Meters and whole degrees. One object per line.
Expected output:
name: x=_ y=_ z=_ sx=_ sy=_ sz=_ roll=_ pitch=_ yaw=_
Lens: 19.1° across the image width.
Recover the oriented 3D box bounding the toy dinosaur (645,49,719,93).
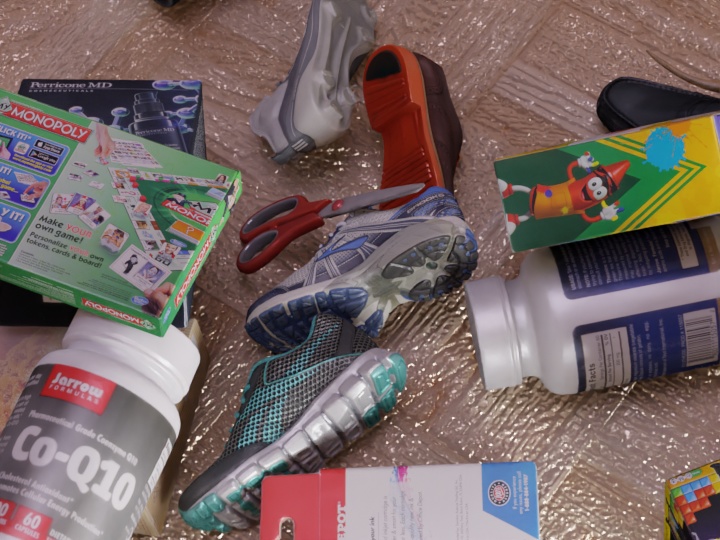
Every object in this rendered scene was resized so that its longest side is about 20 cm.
toy dinosaur: x=0.330 y=-0.144 z=1.690 sx=0.199 sy=0.061 sz=0.106 roll=-11 pitch=25 yaw=-35

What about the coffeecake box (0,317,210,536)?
coffeecake box: x=-0.232 y=0.103 z=1.623 sx=0.199 sy=0.073 sz=0.154 roll=8 pitch=61 yaw=12

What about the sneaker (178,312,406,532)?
sneaker: x=-0.062 y=0.111 z=1.593 sx=0.200 sy=0.078 sz=0.091 roll=-39 pitch=58 yaw=-8

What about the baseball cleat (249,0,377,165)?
baseball cleat: x=-0.044 y=-0.165 z=1.765 sx=0.106 sy=0.070 sz=0.201 roll=-31 pitch=26 yaw=30

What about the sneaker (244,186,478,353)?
sneaker: x=0.000 y=0.000 z=1.645 sx=0.199 sy=0.077 sz=0.086 roll=-25 pitch=42 yaw=18

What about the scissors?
scissors: x=-0.023 y=-0.052 z=1.657 sx=0.199 sy=0.014 sz=0.073 roll=-26 pitch=30 yaw=34

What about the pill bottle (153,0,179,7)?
pill bottle: x=-0.112 y=-0.317 z=1.840 sx=0.200 sy=0.112 sz=0.112 roll=-39 pitch=63 yaw=-16

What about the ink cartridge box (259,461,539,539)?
ink cartridge box: x=0.030 y=0.205 z=1.534 sx=0.198 sy=0.067 sz=0.117 roll=-2 pitch=59 yaw=5

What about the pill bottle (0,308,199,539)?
pill bottle: x=-0.195 y=0.127 z=1.496 sx=0.113 sy=0.114 sz=0.201 roll=16 pitch=65 yaw=16

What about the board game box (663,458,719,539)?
board game box: x=0.288 y=0.180 z=1.442 sx=0.164 sy=0.200 sz=0.057 roll=-20 pitch=57 yaw=-5

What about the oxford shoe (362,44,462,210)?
oxford shoe: x=0.058 y=-0.082 z=1.704 sx=0.071 sy=0.072 sz=0.201 roll=-22 pitch=70 yaw=44

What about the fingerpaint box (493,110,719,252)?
fingerpaint box: x=0.212 y=-0.070 z=1.578 sx=0.166 sy=0.200 sz=0.074 roll=-11 pitch=93 yaw=23

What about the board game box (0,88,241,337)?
board game box: x=-0.201 y=-0.044 z=1.520 sx=0.199 sy=0.029 sz=0.135 roll=20 pitch=59 yaw=13

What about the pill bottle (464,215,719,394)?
pill bottle: x=0.182 y=0.030 z=1.596 sx=0.199 sy=0.111 sz=0.112 roll=-11 pitch=58 yaw=0

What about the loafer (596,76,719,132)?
loafer: x=0.280 y=-0.110 z=1.693 sx=0.200 sy=0.071 sz=0.068 roll=26 pitch=64 yaw=20

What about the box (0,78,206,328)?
box: x=-0.198 y=-0.055 z=1.646 sx=0.147 sy=0.108 sz=0.200 roll=0 pitch=33 yaw=1
